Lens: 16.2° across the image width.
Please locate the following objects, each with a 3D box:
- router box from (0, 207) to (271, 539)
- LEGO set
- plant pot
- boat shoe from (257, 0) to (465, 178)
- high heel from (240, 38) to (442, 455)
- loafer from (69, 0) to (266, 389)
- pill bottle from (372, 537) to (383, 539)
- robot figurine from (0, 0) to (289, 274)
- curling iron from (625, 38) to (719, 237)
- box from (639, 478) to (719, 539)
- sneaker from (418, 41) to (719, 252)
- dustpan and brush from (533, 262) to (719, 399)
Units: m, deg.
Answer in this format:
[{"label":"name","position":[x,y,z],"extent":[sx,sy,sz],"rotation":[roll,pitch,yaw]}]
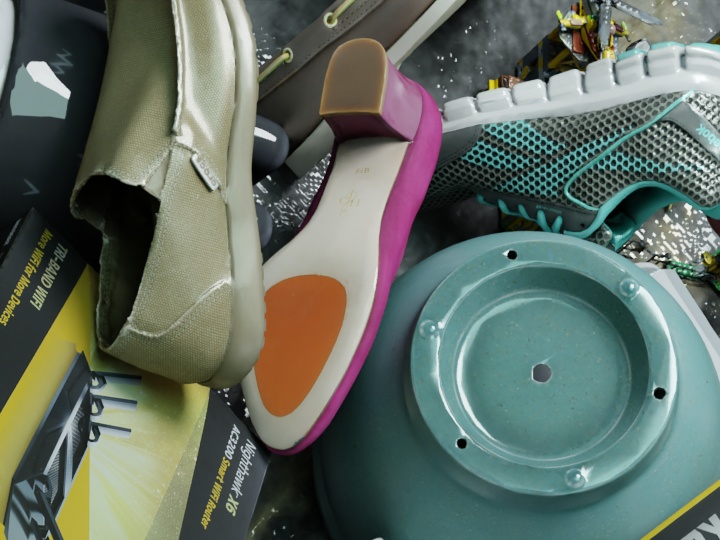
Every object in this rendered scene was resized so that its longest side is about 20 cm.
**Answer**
[{"label":"router box","position":[-0.122,0.090,1.024],"extent":[0.157,0.052,0.200],"rotation":[47,28,-19]},{"label":"LEGO set","position":[0.172,-0.073,1.326],"extent":[0.199,0.116,0.154],"rotation":[21,58,-19]},{"label":"plant pot","position":[0.077,0.064,1.152],"extent":[0.199,0.134,0.201],"rotation":[0,68,-1]},{"label":"boat shoe","position":[0.014,-0.134,1.231],"extent":[0.059,0.200,0.072],"rotation":[43,25,0]},{"label":"high heel","position":[0.000,0.000,1.164],"extent":[0.067,0.096,0.201],"rotation":[8,70,25]},{"label":"loafer","position":[-0.084,-0.050,1.055],"extent":[0.067,0.076,0.201],"rotation":[-2,78,-32]},{"label":"pill bottle","position":[0.024,0.224,1.100],"extent":[0.113,0.113,0.201],"rotation":[-24,79,-35]},{"label":"robot figurine","position":[-0.137,-0.058,1.147],"extent":[0.199,0.125,0.151],"rotation":[18,30,-21]},{"label":"curling iron","position":[0.183,-0.026,1.276],"extent":[0.050,0.025,0.201],"rotation":[-36,105,-52]},{"label":"box","position":[0.172,0.175,1.134],"extent":[0.200,0.049,0.160],"rotation":[-35,127,-16]},{"label":"sneaker","position":[0.097,-0.046,1.235],"extent":[0.077,0.199,0.092],"rotation":[11,67,-58]},{"label":"dustpan and brush","position":[0.098,0.083,1.239],"extent":[0.199,0.057,0.140],"rotation":[-28,64,-5]}]
